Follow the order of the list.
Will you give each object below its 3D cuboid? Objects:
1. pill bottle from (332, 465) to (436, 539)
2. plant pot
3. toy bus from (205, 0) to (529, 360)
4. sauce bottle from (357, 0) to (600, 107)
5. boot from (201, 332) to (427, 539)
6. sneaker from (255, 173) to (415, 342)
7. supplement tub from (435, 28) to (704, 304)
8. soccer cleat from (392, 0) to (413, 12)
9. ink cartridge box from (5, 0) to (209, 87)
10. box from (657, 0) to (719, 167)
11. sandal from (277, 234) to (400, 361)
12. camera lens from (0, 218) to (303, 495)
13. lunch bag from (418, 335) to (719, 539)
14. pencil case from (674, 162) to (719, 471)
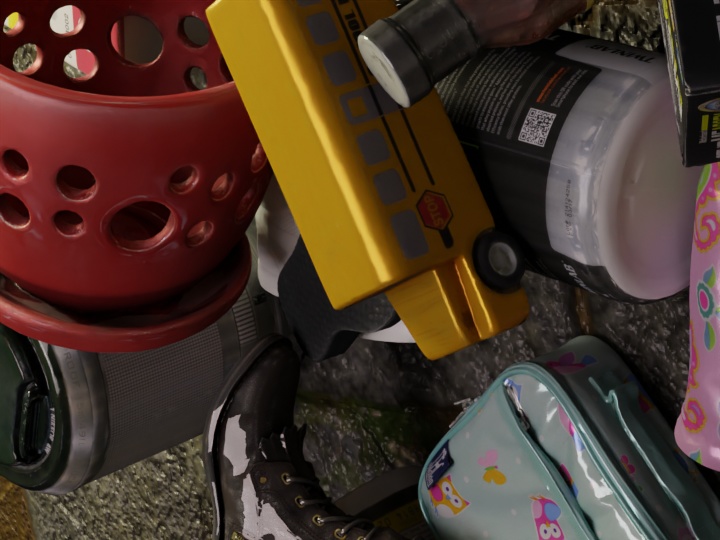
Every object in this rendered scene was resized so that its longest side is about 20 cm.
[{"bbox_3d":[0.043,0.227,1.320,0.200,0.111,0.111,57,141,15],"label":"pill bottle"},{"bbox_3d":[-0.145,-0.069,1.258,0.200,0.200,0.183,39,134,33],"label":"plant pot"},{"bbox_3d":[0.005,-0.052,1.060,0.065,0.078,0.200,-26,87,53],"label":"toy bus"},{"bbox_3d":[0.090,-0.147,1.014,0.066,0.200,0.066,50,169,14],"label":"sauce bottle"},{"bbox_3d":[-0.006,0.148,1.250,0.174,0.069,0.200,13,98,27],"label":"boot"},{"bbox_3d":[-0.001,-0.031,1.283,0.200,0.074,0.116,17,122,47],"label":"sneaker"},{"bbox_3d":[0.085,-0.064,1.121,0.200,0.122,0.123,21,122,44],"label":"supplement tub"},{"bbox_3d":[0.020,-0.147,1.132,0.200,0.084,0.065,6,97,55],"label":"soccer cleat"},{"bbox_3d":[-0.180,-0.218,1.397,0.200,0.083,0.145,32,133,40],"label":"ink cartridge box"},{"bbox_3d":[0.138,-0.155,0.905,0.160,0.044,0.200,42,-140,-80],"label":"box"},{"bbox_3d":[-0.001,-0.001,1.199,0.075,0.048,0.200,67,162,4],"label":"sandal"},{"bbox_3d":[-0.155,0.041,1.400,0.160,0.200,0.160,25,125,42],"label":"camera lens"},{"bbox_3d":[0.124,0.142,1.208,0.200,0.077,0.160,55,141,17],"label":"lunch bag"},{"bbox_3d":[0.197,-0.001,1.049,0.087,0.087,0.200,24,124,43],"label":"pencil case"}]
